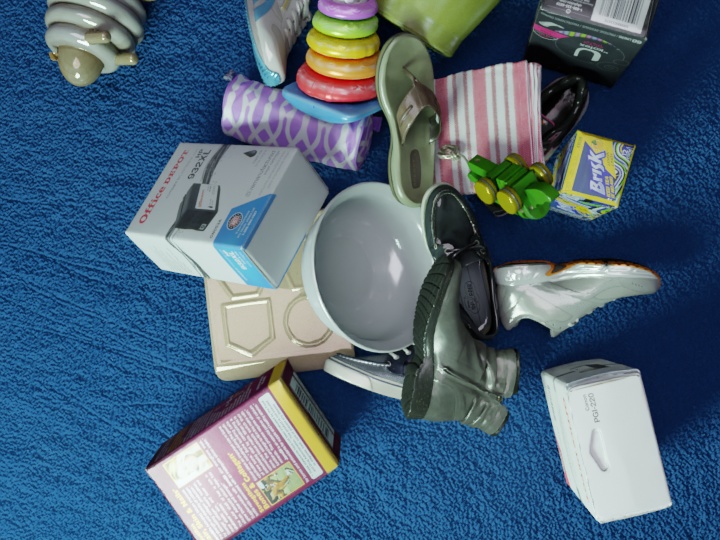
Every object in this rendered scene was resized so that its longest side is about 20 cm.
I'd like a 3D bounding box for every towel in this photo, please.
[{"bbox_3d":[0.130,-0.165,1.028,0.198,0.030,0.148,-3,90,37],"label":"towel"}]

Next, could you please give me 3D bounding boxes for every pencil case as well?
[{"bbox_3d":[-0.080,-0.188,1.071,0.198,0.086,0.085,19,127,7],"label":"pencil case"}]

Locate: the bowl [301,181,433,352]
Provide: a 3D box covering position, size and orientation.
[{"bbox_3d":[0.000,0.000,1.025,0.199,0.090,0.204,6,80,-37],"label":"bowl"}]

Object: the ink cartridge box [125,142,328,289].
[{"bbox_3d":[-0.160,-0.070,1.006,0.198,0.084,0.146,8,61,36],"label":"ink cartridge box"}]

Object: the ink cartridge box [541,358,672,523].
[{"bbox_3d":[0.268,0.181,0.950,0.084,0.200,0.148,-13,86,6],"label":"ink cartridge box"}]

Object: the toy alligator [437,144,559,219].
[{"bbox_3d":[0.158,-0.097,0.960,0.059,0.200,0.055,-38,125,-14],"label":"toy alligator"}]

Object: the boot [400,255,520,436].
[{"bbox_3d":[0.126,0.088,0.987,0.129,0.068,0.203,9,99,-11],"label":"boot"}]

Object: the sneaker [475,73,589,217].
[{"bbox_3d":[0.206,-0.162,1.028,0.080,0.086,0.201,33,91,7],"label":"sneaker"}]

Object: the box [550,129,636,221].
[{"bbox_3d":[0.255,-0.104,0.963,0.064,0.200,0.071,16,91,6],"label":"box"}]

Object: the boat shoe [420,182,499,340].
[{"bbox_3d":[0.125,-0.006,1.011,0.074,0.066,0.202,-14,105,-14],"label":"boat shoe"}]

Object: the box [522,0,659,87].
[{"bbox_3d":[0.265,-0.298,0.970,0.121,0.200,0.107,18,90,7],"label":"box"}]

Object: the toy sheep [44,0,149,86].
[{"bbox_3d":[-0.333,-0.328,1.080,0.136,0.138,0.202,15,75,7],"label":"toy sheep"}]

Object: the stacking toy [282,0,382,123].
[{"bbox_3d":[-0.018,-0.283,0.971,0.115,0.110,0.202,24,129,27],"label":"stacking toy"}]

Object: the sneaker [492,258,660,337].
[{"bbox_3d":[0.261,0.033,1.029,0.197,0.076,0.093,-1,95,14],"label":"sneaker"}]

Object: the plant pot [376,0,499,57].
[{"bbox_3d":[0.101,-0.371,1.009,0.199,0.200,0.194,33,103,7],"label":"plant pot"}]

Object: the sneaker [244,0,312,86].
[{"bbox_3d":[-0.100,-0.319,1.051,0.080,0.077,0.202,-4,64,-1],"label":"sneaker"}]

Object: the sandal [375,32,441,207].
[{"bbox_3d":[0.068,-0.174,0.985,0.079,0.057,0.204,-18,109,-31],"label":"sandal"}]

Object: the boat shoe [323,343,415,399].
[{"bbox_3d":[0.059,0.113,1.047,0.198,0.075,0.094,17,86,-3],"label":"boat shoe"}]

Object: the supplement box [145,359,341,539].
[{"bbox_3d":[-0.138,0.225,1.036,0.199,0.103,0.132,-33,97,4],"label":"supplement box"}]

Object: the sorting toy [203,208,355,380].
[{"bbox_3d":[-0.107,0.032,1.088,0.183,0.036,0.203,-8,91,6],"label":"sorting toy"}]
